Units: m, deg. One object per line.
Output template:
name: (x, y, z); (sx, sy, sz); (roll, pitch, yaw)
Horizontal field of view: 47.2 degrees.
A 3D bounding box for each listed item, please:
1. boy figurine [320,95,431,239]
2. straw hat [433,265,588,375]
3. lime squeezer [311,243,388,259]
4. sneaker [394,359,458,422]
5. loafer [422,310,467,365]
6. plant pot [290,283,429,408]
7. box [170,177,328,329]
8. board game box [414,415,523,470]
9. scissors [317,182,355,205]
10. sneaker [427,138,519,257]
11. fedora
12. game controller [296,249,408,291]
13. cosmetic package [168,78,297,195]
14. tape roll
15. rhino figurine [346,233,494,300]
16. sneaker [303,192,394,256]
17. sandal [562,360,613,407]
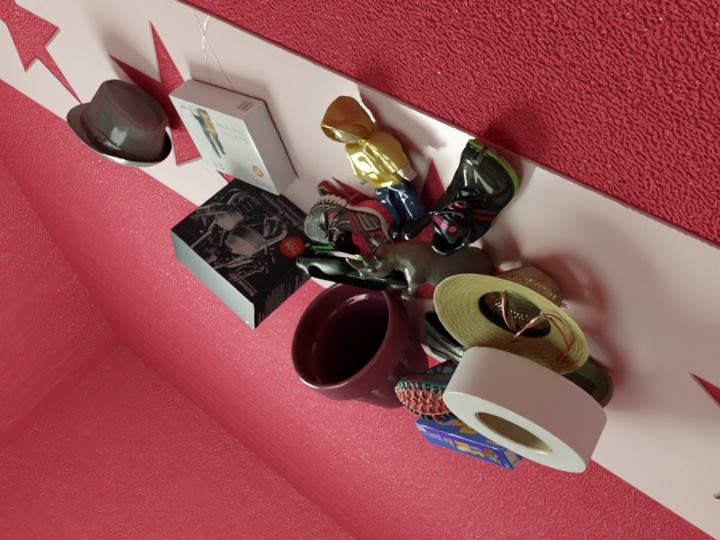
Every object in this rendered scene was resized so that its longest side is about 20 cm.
boy figurine: (0.023, -0.134, 1.058); (0.124, 0.064, 0.200); (13, 144, 56)
straw hat: (0.199, 0.041, 1.021); (0.201, 0.085, 0.201); (25, 149, 16)
lime squeezer: (0.003, -0.025, 1.258); (0.200, 0.070, 0.038); (12, 123, 57)
sneaker: (0.149, 0.173, 1.262); (0.200, 0.096, 0.079); (-10, 117, 34)
loafer: (0.156, 0.101, 1.213); (0.200, 0.072, 0.063); (7, 130, 58)
plant pot: (0.016, 0.137, 1.364); (0.200, 0.200, 0.179); (20, 166, 45)
box: (-0.186, -0.039, 1.405); (0.200, 0.182, 0.104); (40, 156, 15)
board game box: (0.192, 0.217, 1.254); (0.045, 0.134, 0.200); (54, 156, -22)
scissors: (0.006, -0.081, 1.237); (0.200, 0.014, 0.073); (26, 148, 36)
sneaker: (0.125, -0.075, 0.954); (0.077, 0.084, 0.200); (37, 155, 17)
fedora: (-0.425, -0.278, 1.490); (0.200, 0.177, 0.090); (46, 128, 19)
game controller: (0.000, 0.000, 1.208); (0.104, 0.042, 0.200); (-6, 168, 37)
cosmetic package: (-0.204, -0.215, 1.321); (0.200, 0.052, 0.151); (24, 152, 40)
tape roll: (0.209, 0.179, 1.057); (0.202, 0.071, 0.203); (27, 161, 10)
rhino figurine: (0.080, -0.005, 1.075); (0.199, 0.060, 0.088); (8, 141, -6)
sneaker: (-0.029, -0.063, 1.214); (0.200, 0.075, 0.081); (4, 132, 56)
sandal: (0.236, 0.118, 1.085); (0.201, 0.080, 0.057); (21, 170, 28)
